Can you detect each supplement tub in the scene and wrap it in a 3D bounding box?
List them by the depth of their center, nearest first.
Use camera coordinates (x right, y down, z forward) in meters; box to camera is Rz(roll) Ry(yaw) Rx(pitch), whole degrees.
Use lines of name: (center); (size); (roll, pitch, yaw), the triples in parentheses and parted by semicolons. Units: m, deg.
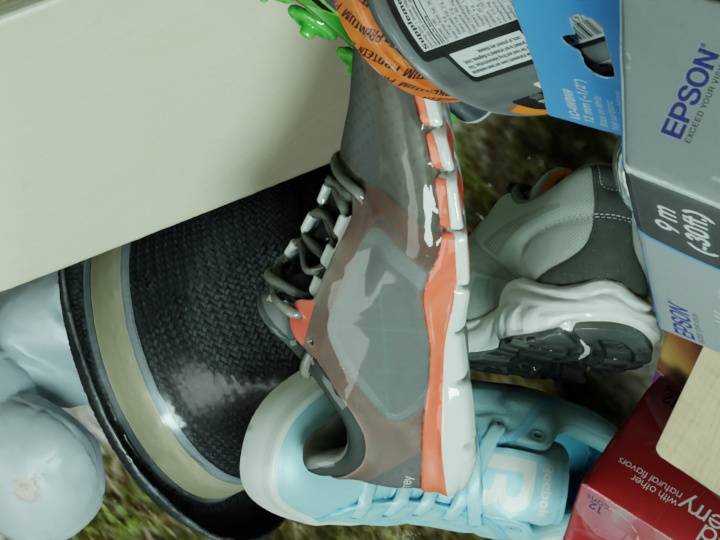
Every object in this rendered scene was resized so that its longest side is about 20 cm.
supplement tub: (0.080, -0.120, 0.916); (0.123, 0.123, 0.200); (54, 149, -15)

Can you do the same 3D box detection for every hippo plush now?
hippo plush: (-0.155, 0.037, 1.352); (0.200, 0.161, 0.160); (40, 150, 8)

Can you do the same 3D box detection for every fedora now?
fedora: (-0.046, 0.013, 1.205); (0.091, 0.201, 0.201); (-22, 112, 27)

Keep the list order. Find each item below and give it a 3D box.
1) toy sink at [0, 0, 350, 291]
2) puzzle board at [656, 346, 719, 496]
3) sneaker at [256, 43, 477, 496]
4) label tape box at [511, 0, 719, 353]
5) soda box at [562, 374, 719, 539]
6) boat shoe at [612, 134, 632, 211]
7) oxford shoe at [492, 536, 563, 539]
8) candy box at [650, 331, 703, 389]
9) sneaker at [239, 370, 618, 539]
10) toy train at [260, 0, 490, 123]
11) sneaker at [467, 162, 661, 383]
toy sink: (-0.091, -0.104, 1.132); (0.112, 0.199, 0.131); (-123, 15, -45)
puzzle board: (0.203, 0.022, 0.962); (0.150, 0.017, 0.201); (33, 120, 21)
sneaker: (0.000, 0.000, 1.048); (0.081, 0.077, 0.201); (-3, 114, 1)
label tape box: (0.126, -0.017, 0.828); (0.199, 0.066, 0.143); (21, 166, 17)
soda box: (0.175, 0.128, 1.052); (0.199, 0.063, 0.070); (31, 147, 14)
boat shoe: (0.155, -0.053, 0.919); (0.199, 0.062, 0.073); (-16, 96, 41)
oxford shoe: (0.098, 0.152, 1.288); (0.075, 0.058, 0.201); (-4, 122, 55)
candy box: (0.173, 0.060, 1.086); (0.116, 0.056, 0.201); (33, 149, 18)
sneaker: (0.044, 0.076, 1.156); (0.082, 0.199, 0.075); (13, 99, 48)
toy train: (-0.012, -0.110, 1.046); (0.056, 0.042, 0.200); (25, 172, 46)
sneaker: (0.071, 0.003, 1.139); (0.073, 0.080, 0.200); (9, 171, -17)
